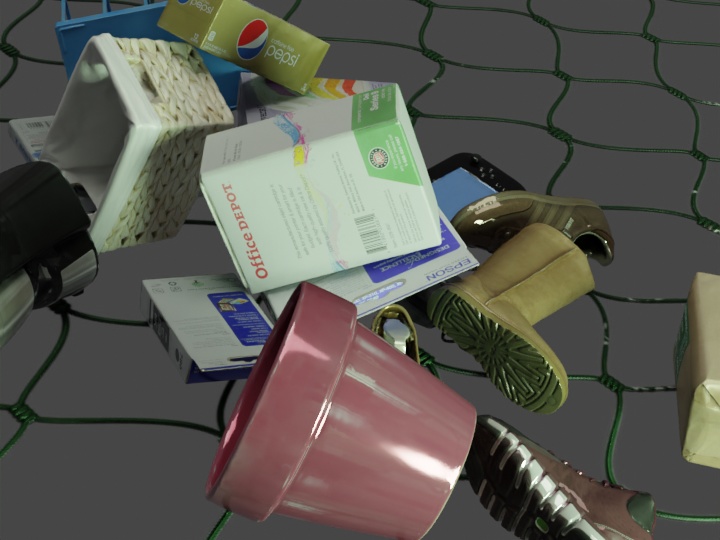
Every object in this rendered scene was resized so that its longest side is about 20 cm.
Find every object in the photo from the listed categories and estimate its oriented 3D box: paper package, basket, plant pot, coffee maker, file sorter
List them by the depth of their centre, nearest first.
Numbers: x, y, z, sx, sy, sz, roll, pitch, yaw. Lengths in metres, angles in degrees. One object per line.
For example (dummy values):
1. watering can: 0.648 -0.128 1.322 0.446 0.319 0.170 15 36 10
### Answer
1. plant pot: -0.010 0.134 1.383 0.179 0.200 0.200 25 32 -7
2. coffee maker: -0.347 -0.024 1.515 0.135 0.192 0.200 4 27 22
3. paper package: 0.405 0.107 1.605 0.190 0.104 0.200 12 33 2
4. basket: -0.229 -0.128 1.686 0.123 0.200 0.136 -6 54 -35
5. file sorter: -0.231 -0.253 1.869 0.200 0.139 0.123 -11 32 -3

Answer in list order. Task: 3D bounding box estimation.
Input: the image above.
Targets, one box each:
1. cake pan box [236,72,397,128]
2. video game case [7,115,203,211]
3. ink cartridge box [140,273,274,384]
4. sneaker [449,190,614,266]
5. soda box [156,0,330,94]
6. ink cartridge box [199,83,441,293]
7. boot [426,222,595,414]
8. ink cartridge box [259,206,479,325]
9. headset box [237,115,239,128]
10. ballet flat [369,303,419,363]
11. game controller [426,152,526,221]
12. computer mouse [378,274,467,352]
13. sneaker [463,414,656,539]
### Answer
1. cake pan box: -0.038 -0.145 1.780 0.184 0.052 0.200 2 32 -8
2. video game case: -0.271 -0.127 1.855 0.200 0.022 0.182 -9 37 -29
3. ink cartridge box: -0.135 0.061 1.557 0.099 0.039 0.200 -3 24 -22
4. sneaker: 0.193 -0.039 1.795 0.200 0.070 0.076 -4 52 -28
5. soda box: -0.119 -0.246 1.730 0.068 0.064 0.200 31 9 31
6. ink cartridge box: -0.038 -0.077 1.588 0.200 0.145 0.088 -16 32 9
7. boot: 0.182 0.040 1.658 0.175 0.066 0.200 45 40 14
8. ink cartridge box: 0.000 0.000 1.629 0.198 0.043 0.200 -23 32 -5
9. headset box: -0.062 -0.110 1.836 0.148 0.075 0.200 4 33 -9
10. ballet flat: 0.027 0.101 1.543 0.069 0.063 0.200 7 33 -9
11. game controller: 0.104 -0.077 1.864 0.104 0.042 0.200 28 37 26
12. computer mouse: 0.061 0.008 1.707 0.200 0.053 0.139 19 34 13
13. sneaker: 0.183 0.196 1.444 0.115 0.076 0.200 -12 49 -39
